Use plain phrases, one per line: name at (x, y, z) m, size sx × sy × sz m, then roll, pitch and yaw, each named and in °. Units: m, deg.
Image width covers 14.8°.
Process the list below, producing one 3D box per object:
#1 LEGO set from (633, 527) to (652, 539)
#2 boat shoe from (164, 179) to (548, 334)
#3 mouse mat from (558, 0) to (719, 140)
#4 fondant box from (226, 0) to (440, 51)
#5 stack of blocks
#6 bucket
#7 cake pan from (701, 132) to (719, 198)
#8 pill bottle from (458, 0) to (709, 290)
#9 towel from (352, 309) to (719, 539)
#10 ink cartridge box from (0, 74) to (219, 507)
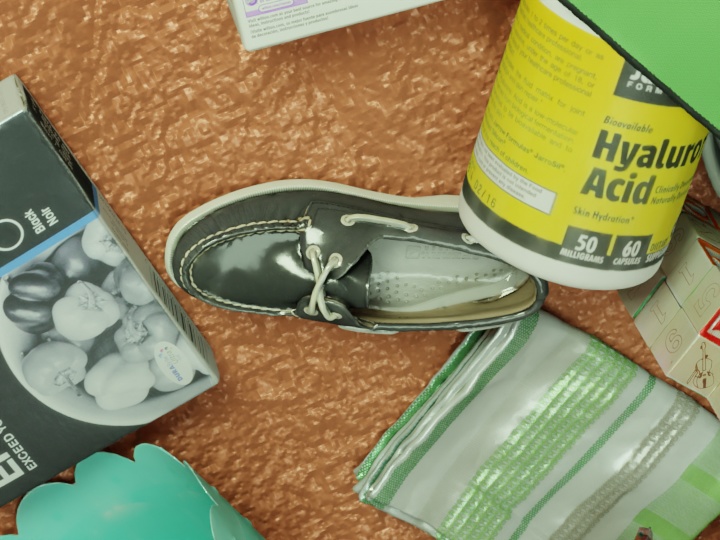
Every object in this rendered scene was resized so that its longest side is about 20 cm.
LEGO set at (0.138, 0.222, 1.569) m, size 0.154 × 0.116 × 0.200 m, roll -3°, pitch 139°, yaw 42°
boat shoe at (0.000, 0.000, 1.440) m, size 0.199 × 0.060 × 0.074 m, roll 3°, pitch 120°, yaw -14°
mouse mat at (0.207, -0.126, 1.290) m, size 0.200 × 0.008 × 0.161 m, roll 39°, pitch 117°, yaw -13°
fondant box at (-0.010, -0.218, 1.314) m, size 0.144 × 0.058 × 0.200 m, roll -15°, pitch 123°, yaw -4°
stack of blocks at (0.212, 0.049, 1.435) m, size 0.115 × 0.200 × 0.059 m, roll 27°, pitch 111°, yaw -26°
bucket at (-0.112, 0.210, 1.460) m, size 0.207 × 0.207 × 0.135 m, roll -39°, pitch 126°, yaw 11°
cake pan at (0.269, -0.099, 1.458) m, size 0.200 × 0.037 × 0.201 m, roll -6°, pitch 121°, yaw -10°
pill bottle at (0.126, -0.100, 1.382) m, size 0.111 × 0.111 × 0.200 m, roll 8°, pitch 117°, yaw -17°
towel at (0.114, 0.113, 1.550) m, size 0.200 × 0.031 × 0.149 m, roll 30°, pitch 110°, yaw -26°
ink cartridge box at (-0.206, 0.029, 1.422) m, size 0.200 × 0.043 × 0.198 m, roll -30°, pitch 122°, yaw 7°
